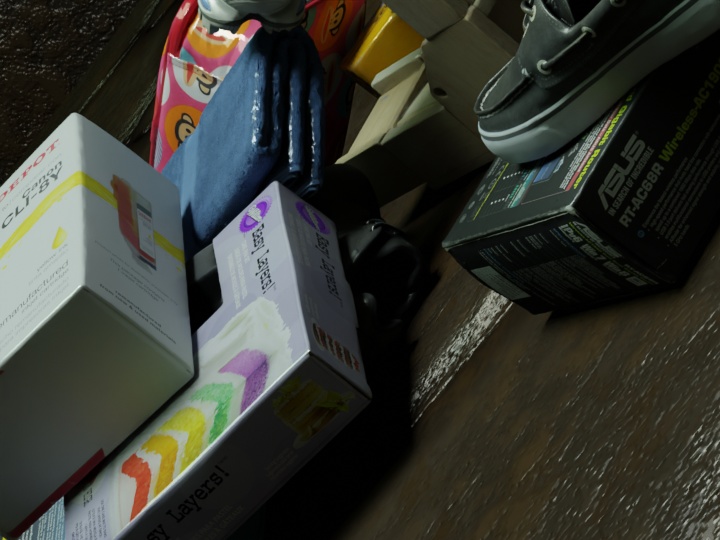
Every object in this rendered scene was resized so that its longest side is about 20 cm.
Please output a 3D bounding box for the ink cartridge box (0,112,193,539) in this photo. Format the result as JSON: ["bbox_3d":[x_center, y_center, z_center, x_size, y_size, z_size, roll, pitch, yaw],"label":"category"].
[{"bbox_3d":[-0.170,0.026,1.559,0.145,0.083,0.200,-44,25,17],"label":"ink cartridge box"}]

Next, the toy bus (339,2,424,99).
[{"bbox_3d":[0.072,-0.191,1.832,0.200,0.065,0.078,-55,11,0],"label":"toy bus"}]

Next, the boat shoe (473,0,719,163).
[{"bbox_3d":[0.104,-0.112,1.241,0.200,0.057,0.069,-36,23,50],"label":"boat shoe"}]

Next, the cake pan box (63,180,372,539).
[{"bbox_3d":[-0.081,0.065,1.511,0.184,0.052,0.200,-42,26,16],"label":"cake pan box"}]

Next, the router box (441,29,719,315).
[{"bbox_3d":[0.136,-0.081,1.314,0.200,0.062,0.150,-58,13,-16],"label":"router box"}]

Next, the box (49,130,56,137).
[{"bbox_3d":[-0.215,0.041,1.957,0.200,0.131,0.199,-53,-6,-38],"label":"box"}]

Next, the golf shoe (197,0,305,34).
[{"bbox_3d":[-0.067,-0.226,1.612,0.097,0.078,0.200,98,159,-45],"label":"golf shoe"}]

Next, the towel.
[{"bbox_3d":[-0.074,-0.050,1.652,0.200,0.048,0.112,128,150,-52],"label":"towel"}]

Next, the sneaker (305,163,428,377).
[{"bbox_3d":[0.000,0.000,1.607,0.091,0.076,0.200,-40,27,27],"label":"sneaker"}]

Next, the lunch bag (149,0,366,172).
[{"bbox_3d":[-0.058,-0.112,1.873,0.176,0.082,0.200,-36,-34,-46],"label":"lunch bag"}]

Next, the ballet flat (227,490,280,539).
[{"bbox_3d":[-0.073,0.108,1.579,0.068,0.068,0.200,-59,7,39],"label":"ballet flat"}]

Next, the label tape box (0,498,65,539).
[{"bbox_3d":[-0.167,0.149,1.728,0.200,0.063,0.145,-41,35,44],"label":"label tape box"}]

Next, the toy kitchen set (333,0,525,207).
[{"bbox_3d":[0.034,-0.173,1.653,0.200,0.180,0.163,-28,28,54],"label":"toy kitchen set"}]
